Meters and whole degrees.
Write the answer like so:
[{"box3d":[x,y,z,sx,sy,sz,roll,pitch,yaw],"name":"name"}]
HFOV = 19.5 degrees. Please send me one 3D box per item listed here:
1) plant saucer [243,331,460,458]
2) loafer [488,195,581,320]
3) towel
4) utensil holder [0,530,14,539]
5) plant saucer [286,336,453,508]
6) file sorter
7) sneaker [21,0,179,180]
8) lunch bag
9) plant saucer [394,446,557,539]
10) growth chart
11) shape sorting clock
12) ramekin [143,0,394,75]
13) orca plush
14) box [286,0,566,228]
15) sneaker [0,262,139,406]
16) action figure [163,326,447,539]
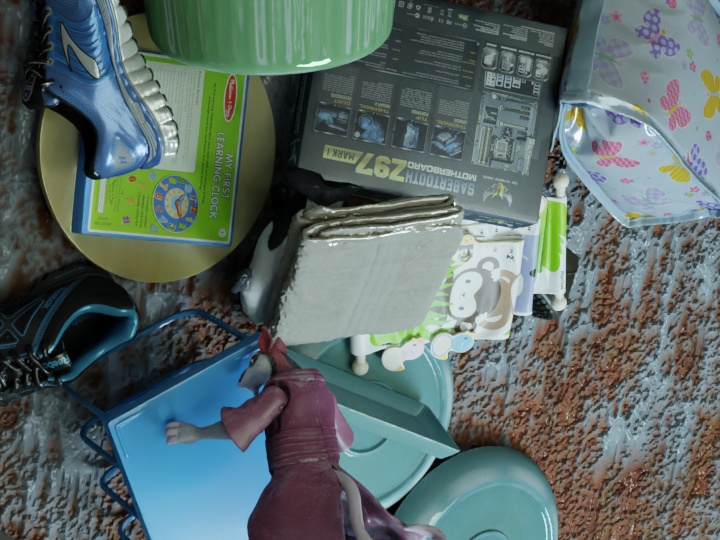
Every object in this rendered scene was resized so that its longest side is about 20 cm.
[{"box3d":[-0.009,0.103,1.673,0.199,0.070,0.019,23,109,-35],"name":"plant saucer"},{"box3d":[0.118,-0.046,1.745,0.072,0.073,0.200,-53,128,-22],"name":"loafer"},{"box3d":[0.000,0.000,1.576,0.131,0.200,0.035,-6,64,-15],"name":"towel"},{"box3d":[-0.256,0.316,1.549,0.170,0.170,0.200,-47,125,-12],"name":"utensil holder"},{"box3d":[0.000,0.119,1.738,0.199,0.027,0.202,-11,110,-30],"name":"plant saucer"},{"box3d":[-0.128,0.150,1.607,0.138,0.122,0.202,-29,118,-23],"name":"file sorter"},{"box3d":[-0.205,-0.156,1.476,0.089,0.078,0.201,-27,96,-14],"name":"sneaker"},{"box3d":[0.223,-0.156,1.702,0.200,0.126,0.171,41,53,-47],"name":"lunch bag"},{"box3d":[0.100,0.253,1.832,0.199,0.027,0.202,-15,117,-32],"name":"plant saucer"},{"box3d":[0.080,0.008,1.692,0.198,0.018,0.146,-16,122,-11],"name":"growth chart"},{"box3d":[-0.151,-0.092,1.570,0.198,0.039,0.202,-3,96,-29],"name":"shape sorting clock"},{"box3d":[-0.065,-0.213,1.498,0.198,0.200,0.099,-15,118,-28],"name":"ramekin"},{"box3d":[-0.061,-0.036,1.591,0.104,0.072,0.200,-21,158,-13],"name":"orca plush"},{"box3d":[0.051,-0.128,1.624,0.198,0.051,0.159,10,84,-12],"name":"box"},{"box3d":[-0.253,0.059,1.525,0.199,0.082,0.074,-32,121,-19],"name":"sneaker"},{"box3d":[-0.043,0.134,1.493,0.133,0.148,0.202,-2,73,-41],"name":"action figure"}]
